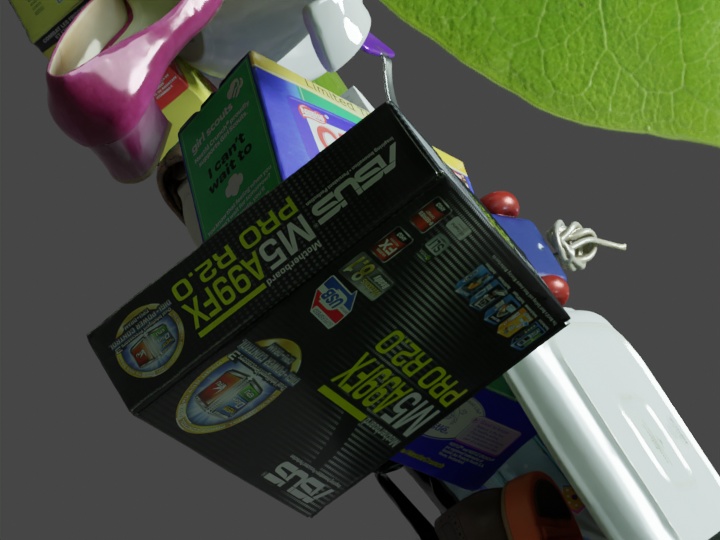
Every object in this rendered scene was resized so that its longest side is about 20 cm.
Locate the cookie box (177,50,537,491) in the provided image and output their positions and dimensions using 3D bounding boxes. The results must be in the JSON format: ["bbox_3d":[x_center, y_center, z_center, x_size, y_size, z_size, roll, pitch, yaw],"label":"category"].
[{"bbox_3d":[0.000,0.000,1.183,0.171,0.075,0.200,24,34,-37],"label":"cookie box"}]

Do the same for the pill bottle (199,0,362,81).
[{"bbox_3d":[-0.096,-0.181,1.424,0.200,0.112,0.112,16,-29,54],"label":"pill bottle"}]

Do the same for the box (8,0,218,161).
[{"bbox_3d":[-0.135,-0.120,1.305,0.075,0.050,0.200,57,7,38],"label":"box"}]

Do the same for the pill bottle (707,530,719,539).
[{"bbox_3d":[0.152,0.199,1.001,0.116,0.200,0.116,52,7,-8],"label":"pill bottle"}]

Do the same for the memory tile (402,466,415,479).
[{"bbox_3d":[-0.021,0.042,1.437,0.153,0.017,0.200,47,10,-48],"label":"memory tile"}]

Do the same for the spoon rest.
[{"bbox_3d":[-0.058,-0.149,1.254,0.200,0.061,0.100,17,-47,53],"label":"spoon rest"}]

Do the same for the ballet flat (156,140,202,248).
[{"bbox_3d":[-0.051,0.006,1.258,0.200,0.068,0.067,49,25,9],"label":"ballet flat"}]

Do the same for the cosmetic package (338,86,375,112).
[{"bbox_3d":[0.017,-0.017,1.480,0.200,0.107,0.085,49,8,-46],"label":"cosmetic package"}]

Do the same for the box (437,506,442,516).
[{"bbox_3d":[0.113,0.211,1.423,0.143,0.036,0.200,48,9,-40],"label":"box"}]

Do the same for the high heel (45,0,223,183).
[{"bbox_3d":[-0.123,-0.152,1.173,0.096,0.067,0.201,58,42,-56],"label":"high heel"}]

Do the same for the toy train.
[{"bbox_3d":[0.075,0.016,1.395,0.200,0.116,0.085,7,46,-48],"label":"toy train"}]

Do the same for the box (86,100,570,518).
[{"bbox_3d":[-0.006,0.025,0.965,0.044,0.160,0.200,55,5,28],"label":"box"}]

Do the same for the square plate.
[{"bbox_3d":[0.146,0.096,1.167,0.200,0.028,0.198,58,18,14],"label":"square plate"}]

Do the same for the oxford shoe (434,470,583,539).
[{"bbox_3d":[0.097,0.210,1.157,0.071,0.072,0.201,0,71,-64],"label":"oxford shoe"}]

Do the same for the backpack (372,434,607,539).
[{"bbox_3d":[0.111,0.126,1.310,0.200,0.127,0.167,48,20,24],"label":"backpack"}]

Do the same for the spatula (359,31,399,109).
[{"bbox_3d":[0.028,-0.104,1.439,0.200,0.021,0.056,59,21,13],"label":"spatula"}]
